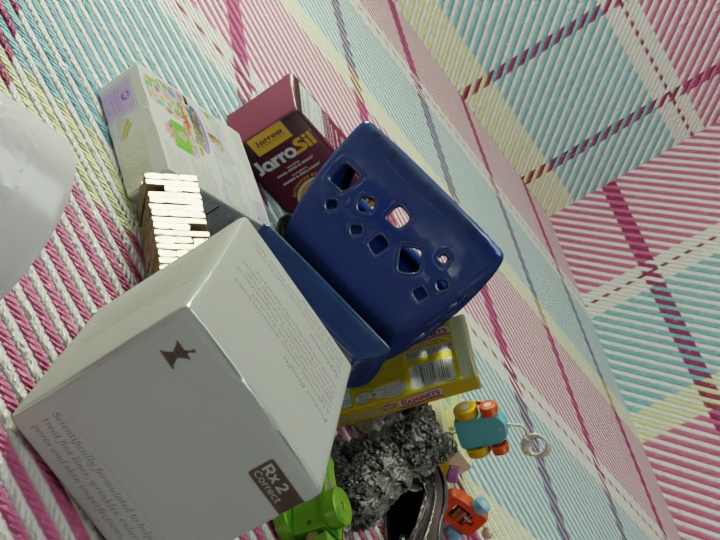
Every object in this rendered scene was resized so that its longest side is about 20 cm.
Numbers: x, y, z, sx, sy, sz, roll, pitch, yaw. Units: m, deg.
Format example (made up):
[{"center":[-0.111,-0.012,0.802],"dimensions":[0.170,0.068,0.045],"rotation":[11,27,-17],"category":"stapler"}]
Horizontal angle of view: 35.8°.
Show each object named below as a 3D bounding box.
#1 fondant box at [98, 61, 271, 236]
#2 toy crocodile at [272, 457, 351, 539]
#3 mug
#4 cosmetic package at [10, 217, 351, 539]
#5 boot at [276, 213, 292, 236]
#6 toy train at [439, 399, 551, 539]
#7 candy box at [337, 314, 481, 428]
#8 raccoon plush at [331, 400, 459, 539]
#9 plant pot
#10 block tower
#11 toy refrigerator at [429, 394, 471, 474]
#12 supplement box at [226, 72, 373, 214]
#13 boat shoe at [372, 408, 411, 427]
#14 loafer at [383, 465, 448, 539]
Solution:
[{"center":[-0.187,-0.117,1.210],"dimensions":[0.200,0.058,0.145],"rotation":[34,31,-58],"category":"fondant box"},{"center":[-0.035,0.260,1.016],"dimensions":[0.062,0.067,0.201],"rotation":[52,20,-42],"category":"toy crocodile"},{"center":[-0.302,-0.078,0.700],"dimensions":[0.175,0.148,0.200],"rotation":[38,-4,-36],"category":"mug"},{"center":[-0.125,0.093,0.855],"dimensions":[0.165,0.165,0.200],"rotation":[56,17,-13],"category":"cosmetic package"},{"center":[-0.018,0.011,1.470],"dimensions":[0.182,0.073,0.200],"rotation":[52,8,16],"category":"boot"},{"center":[0.143,0.241,1.396],"dimensions":[0.150,0.200,0.056],"rotation":[33,27,-6],"category":"toy train"},{"center":[0.026,0.113,1.210],"dimensions":[0.102,0.199,0.026],"rotation":[-96,167,-54],"category":"candy box"},{"center":[0.032,0.222,1.151],"dimensions":[0.097,0.134,0.200],"rotation":[54,17,-24],"category":"raccoon plush"},{"center":[0.000,0.000,1.136],"dimensions":[0.200,0.180,0.200],"rotation":[46,-16,7],"category":"plant pot"},{"center":[-0.170,-0.017,1.030],"dimensions":[0.058,0.054,0.200],"rotation":[1,39,-21],"category":"block tower"},{"center":[0.102,0.191,1.523],"dimensions":[0.076,0.070,0.200],"rotation":[52,19,-26],"category":"toy refrigerator"},{"center":[-0.076,-0.149,1.495],"dimensions":[0.200,0.110,0.086],"rotation":[46,22,-38],"category":"supplement box"},{"center":[0.028,0.144,1.314],"dimensions":[0.071,0.070,0.201],"rotation":[20,-21,51],"category":"boat shoe"},{"center":[0.058,0.271,1.269],"dimensions":[0.063,0.072,0.200],"rotation":[46,24,-27],"category":"loafer"}]
